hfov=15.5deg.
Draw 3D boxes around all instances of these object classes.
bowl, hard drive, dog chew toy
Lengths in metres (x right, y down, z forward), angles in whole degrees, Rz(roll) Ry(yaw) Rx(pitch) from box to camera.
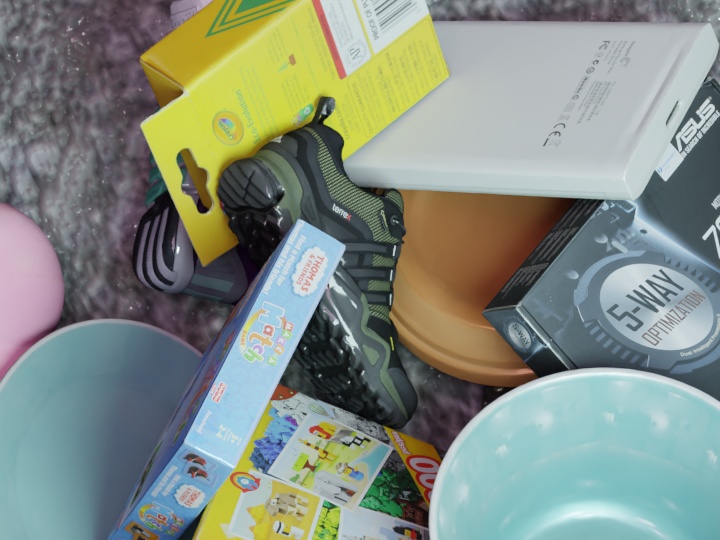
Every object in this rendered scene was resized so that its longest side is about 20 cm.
[{"bbox_3d":[0.135,0.165,1.456,0.200,0.105,0.201,0,54,-1],"label":"bowl"},{"bbox_3d":[0.101,-0.099,1.583,0.199,0.026,0.132,4,49,37],"label":"hard drive"},{"bbox_3d":[-0.238,0.062,1.598,0.124,0.125,0.201,-5,84,3],"label":"dog chew toy"}]

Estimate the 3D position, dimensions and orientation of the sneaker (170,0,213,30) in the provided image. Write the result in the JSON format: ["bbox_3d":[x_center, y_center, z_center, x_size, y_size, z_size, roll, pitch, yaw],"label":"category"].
[{"bbox_3d":[-0.028,-0.160,1.639,0.200,0.073,0.071,-23,99,-29],"label":"sneaker"}]

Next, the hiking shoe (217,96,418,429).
[{"bbox_3d":[0.000,0.000,1.556,0.101,0.076,0.200,-40,120,-26],"label":"hiking shoe"}]

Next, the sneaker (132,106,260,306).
[{"bbox_3d":[-0.083,-0.069,1.654,0.087,0.074,0.201,22,66,-26],"label":"sneaker"}]

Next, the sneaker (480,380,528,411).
[{"bbox_3d":[0.114,0.132,1.584,0.072,0.073,0.201,-9,62,6],"label":"sneaker"}]

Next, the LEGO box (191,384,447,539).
[{"bbox_3d":[-0.021,0.166,1.503,0.148,0.200,0.077,21,120,0],"label":"LEGO box"}]

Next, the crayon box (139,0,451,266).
[{"bbox_3d":[-0.048,-0.111,1.556,0.200,0.127,0.051,-39,47,-18],"label":"crayon box"}]

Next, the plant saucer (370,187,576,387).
[{"bbox_3d":[0.096,-0.027,1.611,0.199,0.037,0.201,-5,64,9],"label":"plant saucer"}]

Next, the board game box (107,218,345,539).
[{"bbox_3d":[-0.080,0.076,1.494,0.037,0.200,0.152,29,61,-4],"label":"board game box"}]

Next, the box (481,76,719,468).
[{"bbox_3d":[0.189,0.010,1.556,0.160,0.043,0.200,48,67,-14],"label":"box"}]

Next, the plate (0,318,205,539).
[{"bbox_3d":[-0.145,0.129,1.574,0.200,0.026,0.201,10,73,-34],"label":"plate"}]
